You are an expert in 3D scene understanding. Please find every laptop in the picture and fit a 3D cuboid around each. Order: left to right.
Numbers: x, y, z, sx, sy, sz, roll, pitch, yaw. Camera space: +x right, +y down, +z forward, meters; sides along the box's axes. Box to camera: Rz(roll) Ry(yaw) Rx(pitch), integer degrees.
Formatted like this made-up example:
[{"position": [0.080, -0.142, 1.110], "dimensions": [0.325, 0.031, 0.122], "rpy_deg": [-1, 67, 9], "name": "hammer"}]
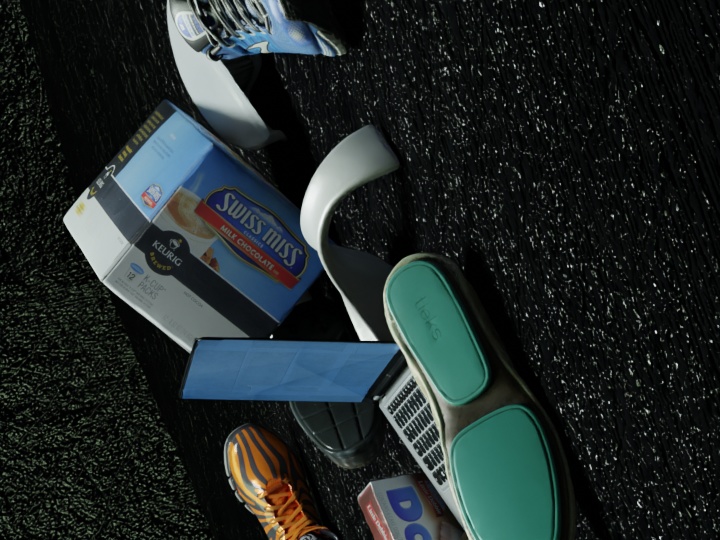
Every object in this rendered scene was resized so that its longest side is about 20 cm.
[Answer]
[{"position": [-0.002, 0.110, 1.281], "dimensions": [0.200, 0.116, 0.187], "rpy_deg": [55, 166, 7], "name": "laptop"}]

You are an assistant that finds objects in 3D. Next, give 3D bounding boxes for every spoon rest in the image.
[{"position": [0.000, 0.000, 1.333], "dimensions": [0.200, 0.060, 0.099], "rpy_deg": [82, 162, -46], "name": "spoon rest"}]

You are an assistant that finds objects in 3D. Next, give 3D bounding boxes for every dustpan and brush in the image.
[{"position": [-0.100, -0.141, 1.642], "dimensions": [0.140, 0.057, 0.200], "rpy_deg": [56, 162, 7], "name": "dustpan and brush"}]

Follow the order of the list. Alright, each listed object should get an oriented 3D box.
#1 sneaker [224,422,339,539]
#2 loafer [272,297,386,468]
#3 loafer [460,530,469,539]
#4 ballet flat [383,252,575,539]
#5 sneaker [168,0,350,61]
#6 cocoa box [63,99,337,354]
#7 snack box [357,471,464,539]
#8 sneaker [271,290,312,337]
[{"position": [-0.065, 0.247, 2.150], "dimensions": [0.200, 0.077, 0.112], "rpy_deg": [61, 168, -13], "name": "sneaker"}, {"position": [-0.013, 0.094, 1.586], "dimensions": [0.200, 0.073, 0.072], "rpy_deg": [-109, -5, -61], "name": "loafer"}, {"position": [0.091, 0.212, 1.186], "dimensions": [0.073, 0.071, 0.200], "rpy_deg": [54, 180, -35], "name": "loafer"}, {"position": [0.073, 0.079, 1.154], "dimensions": [0.062, 0.067, 0.200], "rpy_deg": [26, -140, -63], "name": "ballet flat"}, {"position": [-0.066, -0.156, 1.296], "dimensions": [0.200, 0.089, 0.079], "rpy_deg": [-157, 46, -76], "name": "sneaker"}, {"position": [-0.124, -0.028, 1.616], "dimensions": [0.133, 0.131, 0.200], "rpy_deg": [40, -179, -21], "name": "cocoa box"}, {"position": [0.068, 0.222, 1.364], "dimensions": [0.024, 0.072, 0.200], "rpy_deg": [-53, 54, 46], "name": "snack box"}, {"position": [-0.081, 0.008, 1.789], "dimensions": [0.200, 0.075, 0.088], "rpy_deg": [-154, 56, -66], "name": "sneaker"}]
